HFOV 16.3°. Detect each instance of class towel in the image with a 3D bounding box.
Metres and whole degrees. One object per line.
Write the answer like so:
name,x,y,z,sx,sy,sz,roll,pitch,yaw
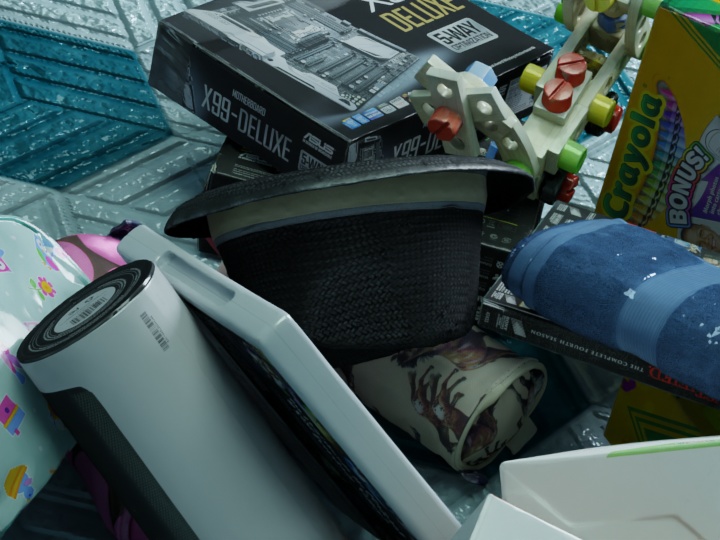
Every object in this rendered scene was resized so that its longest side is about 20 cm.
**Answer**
towel,0.179,0.026,1.297,0.200,0.049,0.112,27,21,29

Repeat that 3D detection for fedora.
fedora,0.000,0.000,1.292,0.200,0.201,0.092,-6,83,-25

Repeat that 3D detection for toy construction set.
toy construction set,0.117,-0.118,1.478,0.092,0.131,0.200,39,61,22

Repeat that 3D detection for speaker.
speaker,-0.074,0.096,1.193,0.200,0.081,0.081,56,34,-17

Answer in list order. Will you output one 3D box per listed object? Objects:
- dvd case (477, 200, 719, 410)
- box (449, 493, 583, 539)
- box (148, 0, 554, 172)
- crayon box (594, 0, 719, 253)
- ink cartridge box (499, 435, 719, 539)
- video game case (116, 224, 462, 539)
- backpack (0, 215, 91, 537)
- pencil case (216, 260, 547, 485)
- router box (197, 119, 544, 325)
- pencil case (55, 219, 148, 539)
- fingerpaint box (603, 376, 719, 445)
dvd case,0.179,0.026,1.390,0.200,0.022,0.146,18,29,13
box,0.109,0.205,1.117,0.200,0.124,0.098,27,55,-4
box,-0.004,-0.124,1.534,0.158,0.050,0.200,34,39,28
crayon box,0.214,-0.061,1.497,0.119,0.200,0.058,27,37,19
ink cartridge box,0.151,0.117,1.233,0.117,0.067,0.200,-7,-4,19
video game case,-0.023,0.072,1.223,0.023,0.200,0.182,-43,28,-10
backpack,-0.205,0.064,1.218,0.126,0.167,0.200,-24,16,27
pencil case,0.008,0.038,1.404,0.200,0.089,0.078,32,68,25
router box,0.013,-0.050,1.535,0.200,0.062,0.150,16,36,3
pencil case,-0.118,0.064,1.325,0.094,0.091,0.200,19,29,-40
fingerpaint box,0.264,0.108,1.394,0.200,0.073,0.167,-8,42,-27
